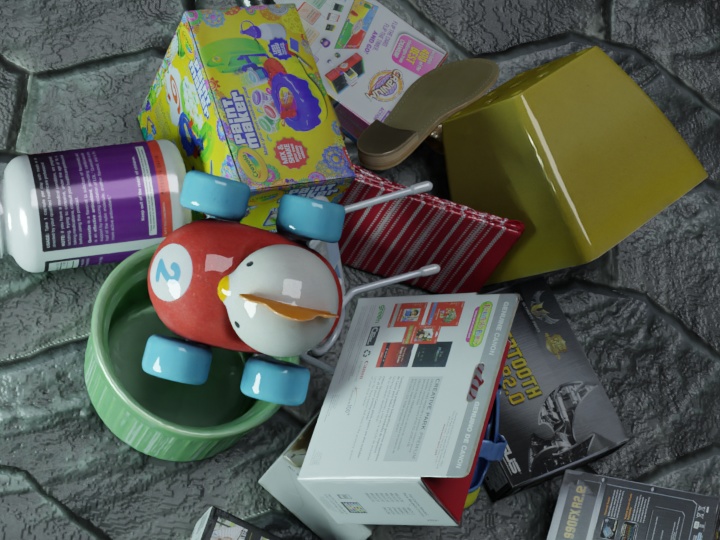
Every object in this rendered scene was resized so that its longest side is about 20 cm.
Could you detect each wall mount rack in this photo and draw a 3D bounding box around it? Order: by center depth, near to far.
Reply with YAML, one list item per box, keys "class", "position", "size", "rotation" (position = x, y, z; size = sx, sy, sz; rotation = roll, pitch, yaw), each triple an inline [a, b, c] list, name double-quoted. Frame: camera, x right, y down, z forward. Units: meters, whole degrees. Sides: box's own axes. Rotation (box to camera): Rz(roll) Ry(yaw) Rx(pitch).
- class: "wall mount rack"
  position: [0.000, 0.000, 1.698]
  size: [0.074, 0.201, 0.174]
  rotation: [22, 53, 25]

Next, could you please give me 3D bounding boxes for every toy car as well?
- class: "toy car"
  position: [-0.089, 0.020, 1.493]
  size: [0.176, 0.200, 0.185]
  rotation: [13, 90, -12]

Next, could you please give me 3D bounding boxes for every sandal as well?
- class: "sandal"
  position: [0.108, 0.123, 1.656]
  size: [0.079, 0.087, 0.201]
  rotation: [13, 59, -18]
- class: "sandal"
  position: [0.072, -0.151, 1.876]
  size: [0.077, 0.070, 0.212]
  rotation: [23, 47, 33]

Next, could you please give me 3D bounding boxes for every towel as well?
- class: "towel"
  position: [0.052, -0.035, 1.775]
  size: [0.199, 0.145, 0.023]
  rotation: [18, 53, -12]

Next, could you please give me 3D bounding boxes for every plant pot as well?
- class: "plant pot"
  position: [0.201, -0.116, 1.819]
  size: [0.200, 0.200, 0.177]
  rotation: [-34, 101, -33]

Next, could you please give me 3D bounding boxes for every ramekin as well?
- class: "ramekin"
  position: [-0.166, 0.082, 1.649]
  size: [0.199, 0.098, 0.201]
  rotation: [10, 60, -18]

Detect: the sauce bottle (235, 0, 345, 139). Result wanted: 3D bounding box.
- class: "sauce bottle"
  position: [-0.082, -0.215, 1.830]
  size: [0.066, 0.066, 0.201]
  rotation: [-26, 95, -32]

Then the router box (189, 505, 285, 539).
- class: "router box"
  position: [-0.107, 0.333, 1.566]
  size: [0.149, 0.051, 0.201]
  rotation: [27, 57, -10]

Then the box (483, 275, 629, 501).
- class: "box"
  position: [0.163, 0.119, 1.798]
  size: [0.158, 0.048, 0.201]
  rotation: [-17, 71, -29]

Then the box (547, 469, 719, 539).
- class: "box"
  position: [0.251, 0.302, 1.679]
  size: [0.158, 0.048, 0.201]
  rotation: [8, 59, 19]

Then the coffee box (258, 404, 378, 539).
- class: "coffee box"
  position: [0.010, 0.161, 1.691]
  size: [0.113, 0.080, 0.200]
  rotation: [41, 56, 1]

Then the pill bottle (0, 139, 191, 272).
- class: "pill bottle"
  position: [-0.266, -0.060, 1.665]
  size: [0.199, 0.113, 0.113]
  rotation: [-7, 66, -15]

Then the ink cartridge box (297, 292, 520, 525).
- class: "ink cartridge box"
  position: [0.061, 0.124, 1.572]
  size: [0.084, 0.175, 0.201]
  rotation: [52, 46, -41]

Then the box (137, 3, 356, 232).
- class: "box"
  position: [-0.118, -0.124, 1.723]
  size: [0.121, 0.193, 0.201]
  rotation: [-9, 67, -26]

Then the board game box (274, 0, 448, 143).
- class: "board game box"
  position: [-0.023, -0.241, 1.918]
  size: [0.200, 0.040, 0.153]
  rotation: [37, 56, -1]
